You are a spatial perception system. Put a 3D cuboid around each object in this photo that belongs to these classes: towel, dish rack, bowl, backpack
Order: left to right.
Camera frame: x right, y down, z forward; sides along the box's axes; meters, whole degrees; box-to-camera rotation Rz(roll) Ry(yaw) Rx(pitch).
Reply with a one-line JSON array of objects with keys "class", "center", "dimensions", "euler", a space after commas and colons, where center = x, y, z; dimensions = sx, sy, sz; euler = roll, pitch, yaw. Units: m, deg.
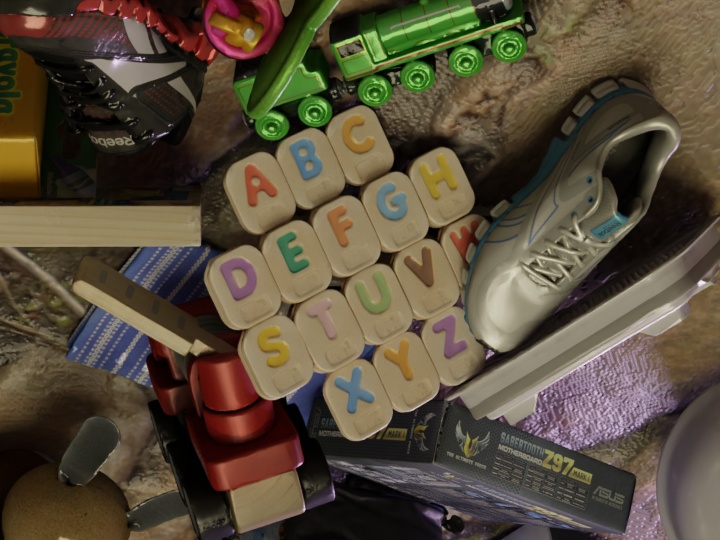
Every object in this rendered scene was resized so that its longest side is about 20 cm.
[{"class": "towel", "center": [-0.097, 0.053, 1.367], "dimensions": [0.200, 0.024, 0.145], "euler": [23, 128, -25]}, {"class": "backpack", "center": [-0.042, 0.249, 1.481], "dimensions": [0.200, 0.155, 0.190], "euler": [24, 143, -33]}, {"class": "dish rack", "center": [0.163, 0.039, 1.283], "dimensions": [0.200, 0.172, 0.044], "euler": [-35, 87, 25]}, {"class": "bowl", "center": [0.326, 0.176, 1.413], "dimensions": [0.200, 0.090, 0.202], "euler": [1, 103, 6]}]

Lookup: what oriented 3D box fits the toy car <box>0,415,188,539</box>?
[{"class": "toy car", "center": [-0.217, 0.174, 1.373], "dimensions": [0.200, 0.158, 0.164], "euler": [-33, 119, 31]}]

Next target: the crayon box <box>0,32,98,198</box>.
[{"class": "crayon box", "center": [-0.258, -0.102, 1.127], "dimensions": [0.199, 0.126, 0.052], "euler": [0, 134, -6]}]

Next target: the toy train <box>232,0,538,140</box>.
[{"class": "toy train", "center": [0.012, -0.137, 1.179], "dimensions": [0.199, 0.042, 0.057], "euler": [-18, 123, 12]}]

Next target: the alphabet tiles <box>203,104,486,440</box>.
[{"class": "alphabet tiles", "center": [0.000, 0.000, 1.212], "dimensions": [0.200, 0.196, 0.015], "euler": [-27, -174, -26]}]

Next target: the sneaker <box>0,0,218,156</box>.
[{"class": "sneaker", "center": [-0.147, -0.118, 1.082], "dimensions": [0.071, 0.098, 0.200], "euler": [11, 180, 24]}]

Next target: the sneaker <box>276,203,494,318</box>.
[{"class": "sneaker", "center": [0.032, 0.010, 1.288], "dimensions": [0.199, 0.090, 0.075], "euler": [-4, 135, -1]}]

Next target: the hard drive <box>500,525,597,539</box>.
[{"class": "hard drive", "center": [0.135, 0.294, 1.612], "dimensions": [0.135, 0.042, 0.200], "euler": [29, 126, -29]}]

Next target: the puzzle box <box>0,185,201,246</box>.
[{"class": "puzzle box", "center": [-0.165, -0.035, 1.171], "dimensions": [0.133, 0.200, 0.026], "euler": [-1, 96, -5]}]

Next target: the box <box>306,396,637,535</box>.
[{"class": "box", "center": [0.081, 0.144, 1.385], "dimensions": [0.200, 0.051, 0.157], "euler": [23, 165, -34]}]

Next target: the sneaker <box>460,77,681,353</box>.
[{"class": "sneaker", "center": [0.136, -0.031, 1.205], "dimensions": [0.075, 0.087, 0.200], "euler": [29, 97, -22]}]

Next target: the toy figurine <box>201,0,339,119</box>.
[{"class": "toy figurine", "center": [-0.088, -0.212, 1.025], "dimensions": [0.184, 0.150, 0.200], "euler": [28, 97, -13]}]

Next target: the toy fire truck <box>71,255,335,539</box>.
[{"class": "toy fire truck", "center": [-0.113, 0.060, 1.247], "dimensions": [0.128, 0.176, 0.201], "euler": [-17, 117, -10]}]
